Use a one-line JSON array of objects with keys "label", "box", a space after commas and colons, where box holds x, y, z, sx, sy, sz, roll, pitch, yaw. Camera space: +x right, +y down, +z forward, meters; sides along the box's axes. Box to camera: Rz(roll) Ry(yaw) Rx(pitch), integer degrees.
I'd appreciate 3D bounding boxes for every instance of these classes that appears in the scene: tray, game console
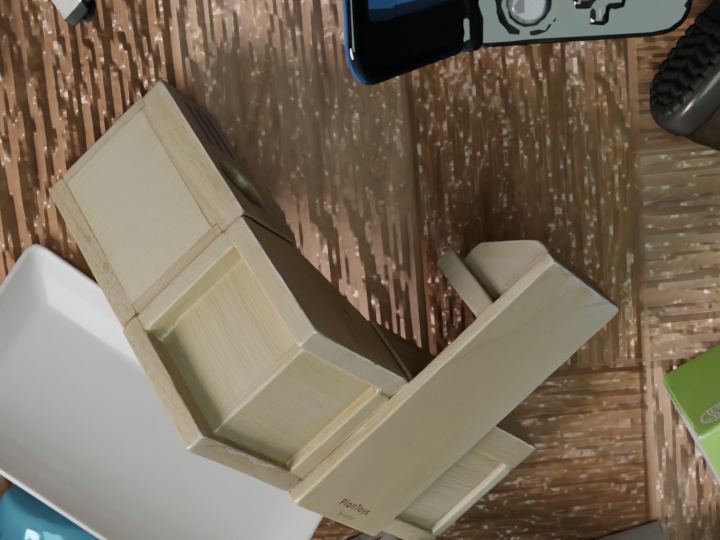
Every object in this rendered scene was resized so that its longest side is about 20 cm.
[{"label": "tray", "box": [-0.110, 0.085, 0.891, 0.200, 0.022, 0.107, 36, 64, -11]}, {"label": "game console", "box": [0.071, -0.192, 0.794, 0.170, 0.118, 0.200, -4, 106, -1]}]

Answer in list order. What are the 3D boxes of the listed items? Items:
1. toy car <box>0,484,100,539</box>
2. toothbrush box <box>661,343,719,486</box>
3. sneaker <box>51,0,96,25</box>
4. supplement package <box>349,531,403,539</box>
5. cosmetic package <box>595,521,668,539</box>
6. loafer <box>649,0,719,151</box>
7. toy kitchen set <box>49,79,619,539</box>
[{"label": "toy car", "box": [-0.216, 0.207, 0.846, 0.177, 0.200, 0.185, 16, 104, -7]}, {"label": "toothbrush box", "box": [0.275, 0.076, 0.892, 0.200, 0.086, 0.146, -30, 107, 7]}, {"label": "sneaker", "box": [-0.104, -0.213, 0.806, 0.090, 0.066, 0.200, 36, 103, -14]}, {"label": "supplement package", "box": [-0.005, 0.262, 0.917, 0.156, 0.111, 0.200, -26, 104, 4]}, {"label": "cosmetic package", "box": [0.138, 0.213, 0.866, 0.090, 0.200, 0.107, -17, 103, 0]}, {"label": "loafer", "box": [0.222, -0.134, 0.848, 0.071, 0.073, 0.200, 35, 106, -21]}, {"label": "toy kitchen set", "box": [0.000, 0.000, 0.867, 0.163, 0.181, 0.200, -43, 143, 12]}]
